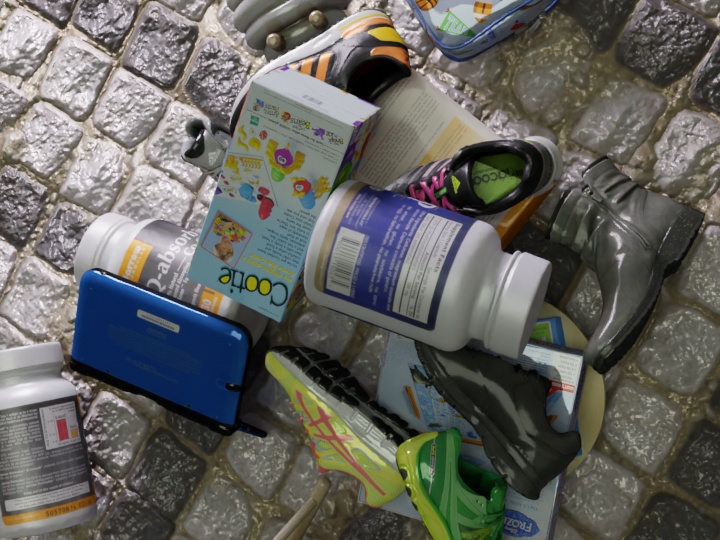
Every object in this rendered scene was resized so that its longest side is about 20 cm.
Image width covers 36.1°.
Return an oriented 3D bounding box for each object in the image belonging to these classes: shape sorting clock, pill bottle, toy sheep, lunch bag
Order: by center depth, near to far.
[{"bbox_3d":[0.061,0.003,0.983,0.199,0.120,0.121,20,96,15],"label":"pill bottle"},{"bbox_3d":[0.112,-0.320,1.117,0.160,0.076,0.201,-32,80,13],"label":"lunch bag"},{"bbox_3d":[0.150,0.123,1.119,0.198,0.039,0.202,1,93,21],"label":"shape sorting clock"},{"bbox_3d":[-0.074,-0.276,1.146,0.137,0.138,0.201,-22,92,16],"label":"toy sheep"},{"bbox_3d":[-0.200,0.012,1.192,0.199,0.116,0.117,19,95,17],"label":"pill bottle"},{"bbox_3d":[-0.367,0.188,1.236,0.116,0.116,0.202,-11,86,17],"label":"pill bottle"}]

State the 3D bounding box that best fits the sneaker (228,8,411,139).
[{"bbox_3d":[-0.041,-0.172,1.084,0.199,0.070,0.090,-34,50,8],"label":"sneaker"}]

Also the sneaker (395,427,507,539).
[{"bbox_3d":[0.107,0.233,1.021,0.083,0.074,0.201,-29,108,5],"label":"sneaker"}]

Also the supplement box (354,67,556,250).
[{"bbox_3d":[0.082,-0.103,1.124,0.200,0.073,0.126,41,100,12],"label":"supplement box"}]

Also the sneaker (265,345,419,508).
[{"bbox_3d":[-0.028,0.154,1.086,0.200,0.078,0.091,41,109,16],"label":"sneaker"}]

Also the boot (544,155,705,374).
[{"bbox_3d":[0.231,-0.007,1.063,0.130,0.068,0.201,29,71,18],"label":"boot"}]

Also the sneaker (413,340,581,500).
[{"bbox_3d":[0.126,0.112,1.031,0.091,0.076,0.200,-39,81,5],"label":"sneaker"}]

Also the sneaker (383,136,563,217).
[{"bbox_3d":[0.090,-0.077,1.037,0.199,0.087,0.074,-18,85,16],"label":"sneaker"}]

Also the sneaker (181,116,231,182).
[{"bbox_3d":[-0.128,-0.091,1.140,0.075,0.115,0.200,-49,54,10],"label":"sneaker"}]

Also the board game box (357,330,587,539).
[{"bbox_3d":[0.109,0.157,1.092,0.199,0.041,0.201,13,97,21],"label":"board game box"}]

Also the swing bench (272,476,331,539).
[{"bbox_3d":[-0.018,0.351,1.084,0.198,0.130,0.201,34,137,15],"label":"swing bench"}]

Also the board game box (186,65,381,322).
[{"bbox_3d":[-0.072,-0.073,1.038,0.104,0.103,0.201,25,112,6],"label":"board game box"}]

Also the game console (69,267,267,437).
[{"bbox_3d":[-0.191,0.090,1.165,0.199,0.118,0.172,20,113,16],"label":"game console"}]
